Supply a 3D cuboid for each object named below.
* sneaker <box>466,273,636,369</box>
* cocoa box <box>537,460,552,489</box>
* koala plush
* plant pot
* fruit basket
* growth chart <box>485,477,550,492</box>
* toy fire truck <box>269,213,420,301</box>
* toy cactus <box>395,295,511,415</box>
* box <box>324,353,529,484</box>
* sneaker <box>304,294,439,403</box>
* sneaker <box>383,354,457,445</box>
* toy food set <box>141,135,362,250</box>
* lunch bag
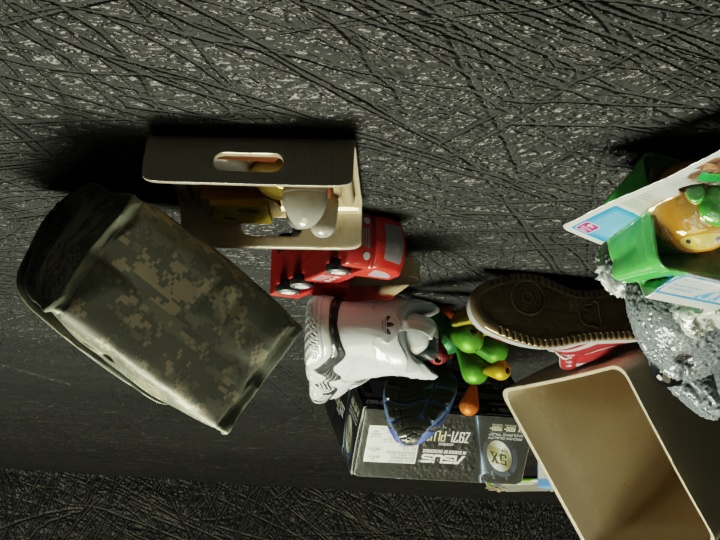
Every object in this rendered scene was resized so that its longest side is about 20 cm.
[{"bbox_3d":[0.178,0.051,1.590,0.199,0.072,0.112,4,164,-20],"label":"sneaker"},{"bbox_3d":[0.343,0.232,2.228,0.133,0.132,0.199,-10,163,43],"label":"cocoa box"},{"bbox_3d":[0.291,0.037,1.352,0.199,0.184,0.177,23,-170,-28],"label":"koala plush"},{"bbox_3d":[0.303,0.153,1.710,0.177,0.200,0.200,-33,-173,-33],"label":"plant pot"},{"bbox_3d":[0.270,-0.038,1.144,0.184,0.094,0.200,11,161,-35],"label":"fruit basket"},{"bbox_3d":[0.321,0.435,3.384,0.144,0.018,0.200,-1,167,11],"label":"growth chart"},{"bbox_3d":[0.000,0.000,1.435,0.140,0.049,0.200,8,165,-28],"label":"toy fire truck"},{"bbox_3d":[0.061,0.065,1.628,0.164,0.103,0.200,19,-174,-4],"label":"toy cactus"},{"bbox_3d":[0.074,0.159,1.876,0.199,0.087,0.164,5,-158,-15],"label":"box"},{"bbox_3d":[0.011,0.073,1.470,0.114,0.076,0.200,2,163,2],"label":"sneaker"},{"bbox_3d":[0.065,0.131,1.724,0.075,0.079,0.200,6,-156,8],"label":"sneaker"},{"bbox_3d":[-0.072,-0.047,1.211,0.143,0.061,0.200,1,167,2],"label":"toy food set"},{"bbox_3d":[-0.160,0.022,1.245,0.164,0.118,0.200,39,174,-20],"label":"lunch bag"}]
